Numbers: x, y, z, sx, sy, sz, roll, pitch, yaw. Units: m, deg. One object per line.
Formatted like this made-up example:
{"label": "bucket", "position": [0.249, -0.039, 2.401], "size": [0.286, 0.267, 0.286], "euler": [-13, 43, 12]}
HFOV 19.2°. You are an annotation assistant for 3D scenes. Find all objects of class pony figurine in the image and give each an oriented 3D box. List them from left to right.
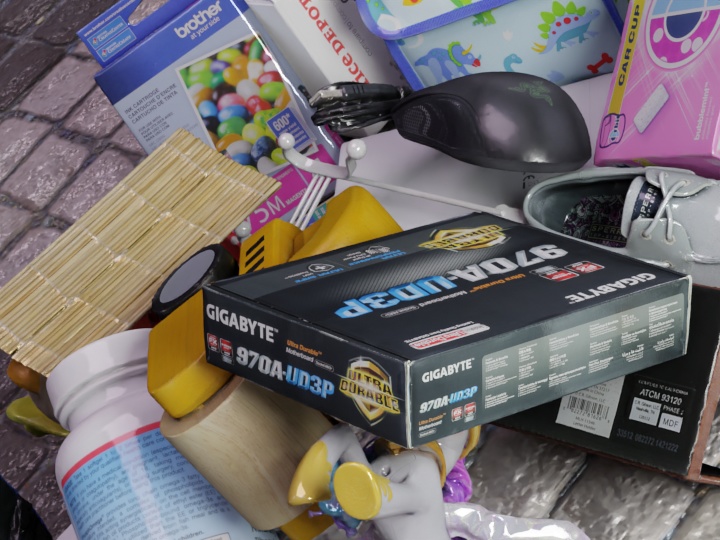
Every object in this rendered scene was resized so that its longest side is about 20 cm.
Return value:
{"label": "pony figurine", "position": [0.035, 0.147, 1.084], "size": [0.166, 0.194, 0.200], "euler": [-9, 11, 24]}

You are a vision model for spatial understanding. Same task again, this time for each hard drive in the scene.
{"label": "hard drive", "position": [0.079, -0.063, 1.423], "size": [0.199, 0.027, 0.132], "euler": [-14, 37, 16]}

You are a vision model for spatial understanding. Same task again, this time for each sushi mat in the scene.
{"label": "sushi mat", "position": [-0.149, -0.010, 1.348], "size": [0.096, 0.012, 0.200], "euler": [32, 64, 30]}

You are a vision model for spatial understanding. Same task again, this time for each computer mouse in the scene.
{"label": "computer mouse", "position": [0.069, -0.102, 1.338], "size": [0.138, 0.053, 0.200], "euler": [-3, 14, -31]}

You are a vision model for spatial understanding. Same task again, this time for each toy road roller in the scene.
{"label": "toy road roller", "position": [-0.030, 0.039, 1.196], "size": [0.146, 0.123, 0.200], "euler": [-37, 21, 14]}

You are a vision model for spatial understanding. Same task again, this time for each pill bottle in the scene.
{"label": "pill bottle", "position": [-0.112, 0.140, 1.235], "size": [0.109, 0.109, 0.201], "euler": [-28, 68, 11]}

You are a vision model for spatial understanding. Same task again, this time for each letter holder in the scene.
{"label": "letter holder", "position": [0.159, 0.056, 1.206], "size": [0.200, 0.142, 0.101], "euler": [13, 89, 46]}

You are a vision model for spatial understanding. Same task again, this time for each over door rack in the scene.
{"label": "over door rack", "position": [0.000, 0.000, 1.343], "size": [0.199, 0.067, 0.148], "euler": [19, 75, 29]}

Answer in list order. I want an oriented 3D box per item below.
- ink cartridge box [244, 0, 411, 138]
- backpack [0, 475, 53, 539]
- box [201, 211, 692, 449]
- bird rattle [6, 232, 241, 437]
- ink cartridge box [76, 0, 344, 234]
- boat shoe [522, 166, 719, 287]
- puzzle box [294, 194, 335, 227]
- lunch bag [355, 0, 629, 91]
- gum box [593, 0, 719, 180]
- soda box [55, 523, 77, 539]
{"label": "ink cartridge box", "position": [0.010, -0.217, 1.590], "size": [0.200, 0.147, 0.083], "euler": [-50, 34, -18]}
{"label": "backpack", "position": [-0.308, 0.205, 1.349], "size": [0.167, 0.163, 0.200], "euler": [0, 48, 44]}
{"label": "box", "position": [0.044, 0.025, 1.086], "size": [0.200, 0.046, 0.159], "euler": [-15, 23, -38]}
{"label": "bird rattle", "position": [-0.150, 0.050, 1.412], "size": [0.200, 0.163, 0.113], "euler": [-50, 54, -2]}
{"label": "ink cartridge box", "position": [-0.104, -0.118, 1.521], "size": [0.119, 0.200, 0.042], "euler": [-33, 6, 13]}
{"label": "boat shoe", "position": [0.176, -0.025, 1.247], "size": [0.200, 0.071, 0.070], "euler": [4, 71, 48]}
{"label": "puzzle box", "position": [0.012, 0.005, 1.435], "size": [0.133, 0.025, 0.200], "euler": [-34, 35, 1]}
{"label": "lunch bag", "position": [0.092, -0.209, 1.463], "size": [0.170, 0.200, 0.128], "euler": [-16, 34, 25]}
{"label": "gum box", "position": [0.218, -0.152, 1.282], "size": [0.113, 0.066, 0.201], "euler": [0, 75, 59]}
{"label": "soda box", "position": [-0.116, 0.153, 1.336], "size": [0.200, 0.064, 0.068], "euler": [-46, 36, -16]}
